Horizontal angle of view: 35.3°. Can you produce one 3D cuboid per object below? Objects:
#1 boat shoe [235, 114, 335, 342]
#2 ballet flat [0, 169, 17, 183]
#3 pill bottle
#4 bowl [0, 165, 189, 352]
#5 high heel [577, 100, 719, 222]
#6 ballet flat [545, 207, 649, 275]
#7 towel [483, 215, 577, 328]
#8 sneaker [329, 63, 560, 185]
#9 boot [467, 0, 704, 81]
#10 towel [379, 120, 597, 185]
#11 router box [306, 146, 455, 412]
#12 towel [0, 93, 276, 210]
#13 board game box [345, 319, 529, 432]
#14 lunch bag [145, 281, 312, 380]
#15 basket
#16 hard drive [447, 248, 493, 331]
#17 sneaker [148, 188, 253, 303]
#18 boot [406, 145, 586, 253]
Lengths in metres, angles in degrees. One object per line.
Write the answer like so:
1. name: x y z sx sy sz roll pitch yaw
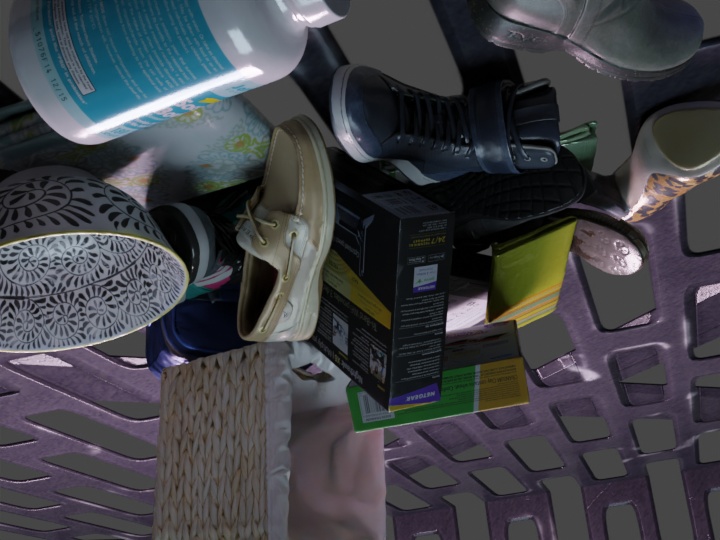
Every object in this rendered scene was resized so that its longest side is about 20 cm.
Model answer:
1. boat shoe: -0.068 -0.026 0.920 0.068 0.074 0.203 -11 121 -29
2. ballet flat: -0.290 -0.043 0.990 0.072 0.074 0.200 -9 159 5
3. pill bottle: -0.108 -0.156 0.695 0.198 0.112 0.111 -15 157 22
4. bowl: -0.239 -0.020 0.885 0.198 0.095 0.201 -13 156 -6
5. high heel: 0.301 -0.101 1.039 0.198 0.072 0.142 -22 163 34
6. ballet flat: 0.214 -0.036 1.068 0.046 0.068 0.200 -36 -166 -12
7. towel: 0.158 0.009 1.084 0.085 0.018 0.201 -25 156 -7
8. sneaker: 0.073 -0.119 0.871 0.144 0.078 0.202 -5 172 28
9. boot: 0.180 -0.196 0.753 0.197 0.069 0.131 3 151 -26
10. towel: 0.119 -0.088 1.065 0.197 0.024 0.153 -9 160 2
11. router box: 0.000 0.000 0.932 0.052 0.159 0.200 -8 -156 -27
12. towel: -0.176 -0.104 0.904 0.197 0.049 0.171 -14 161 18
13. board game box: 0.074 0.091 1.028 0.151 0.041 0.200 -11 -175 8
14. lunch bag: -0.127 0.037 1.149 0.197 0.138 0.132 6 156 -26
15. basket: -0.084 0.186 1.088 0.159 0.203 0.198 -10 158 27
16. hard drive: 0.061 0.028 1.111 0.139 0.038 0.199 -33 154 31
17. sneaker: -0.119 -0.028 0.992 0.120 0.084 0.200 -26 176 -19
18. boot: 0.137 -0.063 1.023 0.198 0.071 0.131 -8 168 39
